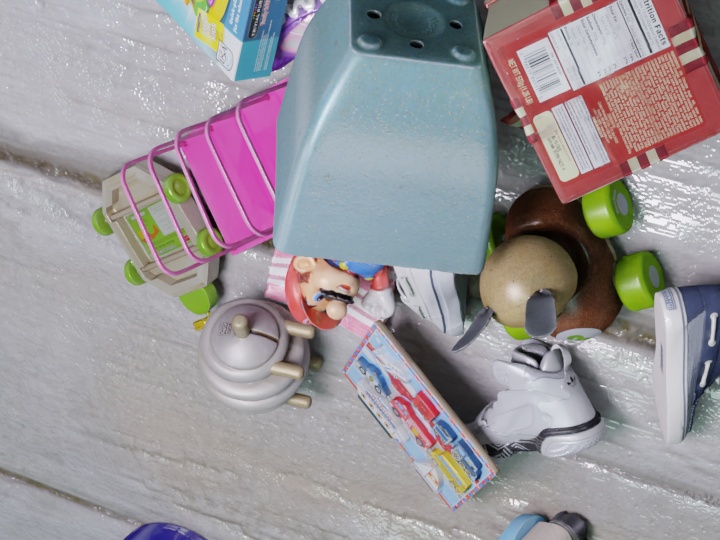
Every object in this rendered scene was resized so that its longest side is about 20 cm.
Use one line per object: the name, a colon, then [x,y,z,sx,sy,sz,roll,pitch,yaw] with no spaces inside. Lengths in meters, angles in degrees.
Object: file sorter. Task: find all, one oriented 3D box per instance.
file sorter: [-0.128,-0.092,1.558,0.199,0.125,0.140,-23,94,41]

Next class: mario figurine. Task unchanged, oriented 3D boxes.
mario figurine: [0.000,0.000,1.549,0.123,0.106,0.200,44,125,-6]

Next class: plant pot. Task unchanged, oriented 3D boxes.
plant pot: [0.032,-0.143,1.365,0.193,0.198,0.201,6,134,-8]

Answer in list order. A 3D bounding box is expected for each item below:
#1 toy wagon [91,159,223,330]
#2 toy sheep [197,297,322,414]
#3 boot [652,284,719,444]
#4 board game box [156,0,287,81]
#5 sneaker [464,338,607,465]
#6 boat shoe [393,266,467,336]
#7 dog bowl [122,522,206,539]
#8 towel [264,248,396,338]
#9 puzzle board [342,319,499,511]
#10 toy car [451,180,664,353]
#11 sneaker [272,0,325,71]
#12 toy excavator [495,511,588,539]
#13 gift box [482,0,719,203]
toy wagon: [-0.214,-0.026,1.710,0.154,0.040,0.201,-18,108,45]
toy sheep: [-0.115,0.092,1.673,0.137,0.139,0.201,23,154,15]
boot: [0.332,0.092,1.474,0.089,0.073,0.201,-9,136,1]
board game box: [-0.142,-0.300,1.463,0.200,0.047,0.152,46,135,34]
sneaker: [0.156,0.138,1.596,0.199,0.075,0.116,-13,100,41]
boat shoe: [0.069,0.009,1.517,0.066,0.074,0.200,2,156,9]
dog bowl: [-0.247,0.429,1.975,0.198,0.079,0.202,13,122,22]
towel: [-0.026,-0.029,1.623,0.145,0.030,0.202,21,125,16]
puzzle board: [0.058,0.160,1.631,0.201,0.017,0.151,52,154,10]
toy car: [0.169,0.024,1.439,0.163,0.200,0.159,-16,109,34]
sneaker: [-0.022,-0.231,1.465,0.199,0.080,0.089,-27,92,36]
toy excavator: [0.162,0.358,1.715,0.199,0.100,0.196,5,118,41]
gift box: [0.194,-0.186,1.308,0.198,0.187,0.186,-19,108,16]
